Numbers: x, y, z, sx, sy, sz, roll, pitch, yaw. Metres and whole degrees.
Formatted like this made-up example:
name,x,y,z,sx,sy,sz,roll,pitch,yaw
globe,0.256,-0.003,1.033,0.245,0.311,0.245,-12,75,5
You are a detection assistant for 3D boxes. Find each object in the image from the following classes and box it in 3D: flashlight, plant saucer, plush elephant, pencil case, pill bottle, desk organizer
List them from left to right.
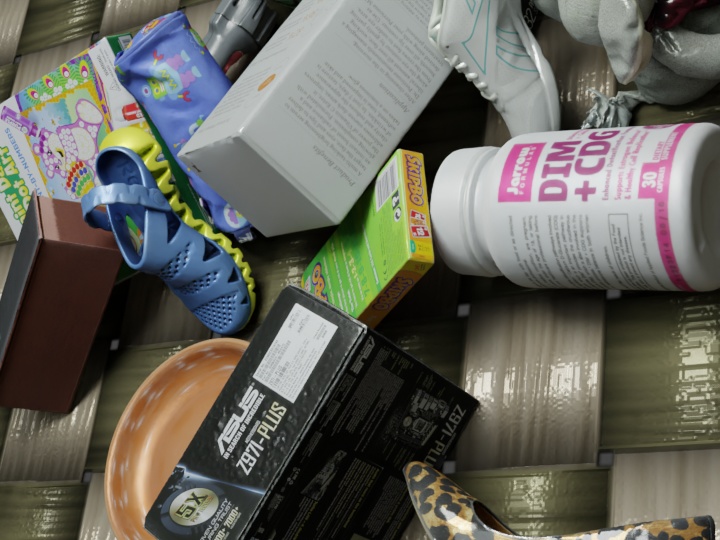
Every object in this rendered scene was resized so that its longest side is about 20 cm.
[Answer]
name,x,y,z,sx,sy,sz,roll,pitch,yaw
desk organizer,-0.279,0.034,1.167,0.200,0.077,0.072,-64,30,30
pencil case,-0.135,-0.122,1.119,0.087,0.200,0.078,-31,11,12
flashlight,-0.146,-0.172,1.237,0.200,0.068,0.068,-60,9,-10
plant saucer,-0.125,0.155,1.068,0.200,0.037,0.200,-16,59,28
pill bottle,0.157,-0.043,0.915,0.200,0.113,0.114,0,67,36
plush elephant,0.205,-0.198,0.931,0.200,0.155,0.165,-47,49,6

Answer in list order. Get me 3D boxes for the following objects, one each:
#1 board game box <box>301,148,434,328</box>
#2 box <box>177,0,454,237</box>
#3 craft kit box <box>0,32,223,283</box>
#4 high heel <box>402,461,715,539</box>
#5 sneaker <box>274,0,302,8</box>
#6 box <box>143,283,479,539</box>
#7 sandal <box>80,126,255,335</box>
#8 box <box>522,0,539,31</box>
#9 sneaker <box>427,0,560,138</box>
name,x,y,z,sx,sy,sz,roll,pitch,yaw
board game box,0.000,0.000,1.009,0.200,0.030,0.096,-47,40,50
box,-0.029,-0.139,1.040,0.200,0.106,0.152,-54,19,-17
craft kit box,-0.249,-0.086,1.194,0.197,0.049,0.200,-24,94,32
high heel,0.129,0.161,0.852,0.200,0.071,0.143,45,103,25
sneaker,-0.085,-0.299,1.252,0.078,0.085,0.200,-47,33,16
box,-0.031,0.136,0.926,0.086,0.164,0.200,27,85,41
sandal,-0.170,-0.021,1.099,0.079,0.200,0.087,-32,12,36
box,0.067,-0.304,1.054,0.124,0.200,0.149,10,72,41
sneaker,0.094,-0.170,0.987,0.080,0.201,0.070,-24,19,-10
